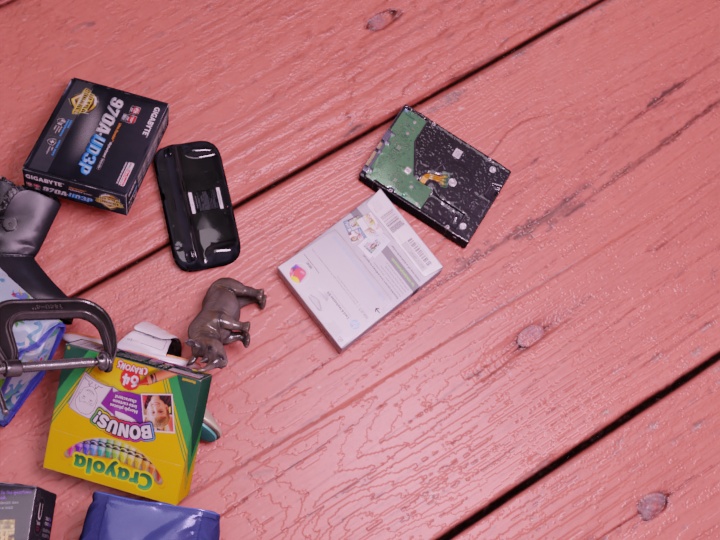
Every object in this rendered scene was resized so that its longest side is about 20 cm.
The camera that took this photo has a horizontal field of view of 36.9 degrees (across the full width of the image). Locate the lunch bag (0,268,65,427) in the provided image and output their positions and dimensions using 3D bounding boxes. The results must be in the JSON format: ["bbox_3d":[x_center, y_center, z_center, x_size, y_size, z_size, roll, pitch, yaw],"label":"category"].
[{"bbox_3d":[-0.515,0.102,1.467,0.169,0.201,0.127,40,36,6],"label":"lunch bag"}]

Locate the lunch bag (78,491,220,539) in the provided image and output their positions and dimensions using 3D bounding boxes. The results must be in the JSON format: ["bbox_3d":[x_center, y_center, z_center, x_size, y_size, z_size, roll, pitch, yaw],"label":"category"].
[{"bbox_3d":[-0.288,0.374,1.422,0.196,0.136,0.135,9,73,-2],"label":"lunch bag"}]

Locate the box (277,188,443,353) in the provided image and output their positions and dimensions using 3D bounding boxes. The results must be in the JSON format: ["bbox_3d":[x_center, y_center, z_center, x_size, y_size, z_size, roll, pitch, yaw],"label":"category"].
[{"bbox_3d":[0.000,0.000,1.603,0.199,0.041,0.156,-38,80,-14],"label":"box"}]

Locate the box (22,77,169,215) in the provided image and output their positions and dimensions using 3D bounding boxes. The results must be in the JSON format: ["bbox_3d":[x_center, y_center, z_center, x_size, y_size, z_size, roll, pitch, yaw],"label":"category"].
[{"bbox_3d":[-0.386,-0.185,1.590,0.156,0.046,0.202,15,51,0],"label":"box"}]

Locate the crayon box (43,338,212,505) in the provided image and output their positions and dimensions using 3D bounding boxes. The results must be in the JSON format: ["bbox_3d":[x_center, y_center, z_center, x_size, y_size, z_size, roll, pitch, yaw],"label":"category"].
[{"bbox_3d":[-0.316,0.204,1.463,0.196,0.058,0.176,13,95,9],"label":"crayon box"}]

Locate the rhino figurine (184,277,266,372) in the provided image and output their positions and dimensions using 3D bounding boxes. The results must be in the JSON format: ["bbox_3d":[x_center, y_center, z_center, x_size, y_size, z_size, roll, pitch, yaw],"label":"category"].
[{"bbox_3d":[-0.196,0.079,1.515,0.086,0.061,0.201,13,37,5],"label":"rhino figurine"}]

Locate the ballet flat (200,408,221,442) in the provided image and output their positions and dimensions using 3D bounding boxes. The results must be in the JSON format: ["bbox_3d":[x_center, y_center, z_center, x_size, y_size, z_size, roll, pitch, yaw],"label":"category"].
[{"bbox_3d":[-0.278,0.176,1.522,0.197,0.070,0.070,21,73,3],"label":"ballet flat"}]

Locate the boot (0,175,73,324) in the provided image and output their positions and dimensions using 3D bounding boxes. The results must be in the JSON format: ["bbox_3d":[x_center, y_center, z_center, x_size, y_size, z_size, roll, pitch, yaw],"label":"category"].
[{"bbox_3d":[-0.473,-0.032,1.556,0.197,0.077,0.170,22,77,9],"label":"boot"}]

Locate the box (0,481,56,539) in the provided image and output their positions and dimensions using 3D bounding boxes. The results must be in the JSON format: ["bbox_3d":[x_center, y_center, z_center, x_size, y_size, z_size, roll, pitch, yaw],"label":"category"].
[{"bbox_3d":[-0.475,0.385,1.412,0.104,0.122,0.204,5,73,-2],"label":"box"}]

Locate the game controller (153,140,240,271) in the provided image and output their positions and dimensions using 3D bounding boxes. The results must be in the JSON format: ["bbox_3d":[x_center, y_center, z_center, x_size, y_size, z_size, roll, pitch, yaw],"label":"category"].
[{"bbox_3d":[-0.245,-0.100,1.620,0.103,0.042,0.203,-8,75,-22],"label":"game controller"}]

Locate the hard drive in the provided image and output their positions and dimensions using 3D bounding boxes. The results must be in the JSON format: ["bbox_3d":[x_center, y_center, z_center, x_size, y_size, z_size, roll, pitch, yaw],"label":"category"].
[{"bbox_3d":[0.114,-0.145,1.656,0.198,0.038,0.141,32,74,4],"label":"hard drive"}]

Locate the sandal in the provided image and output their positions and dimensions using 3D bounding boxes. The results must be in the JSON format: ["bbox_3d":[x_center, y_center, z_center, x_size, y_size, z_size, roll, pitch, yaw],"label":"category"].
[{"bbox_3d":[-0.321,0.098,1.530,0.203,0.079,0.060,13,76,2],"label":"sandal"}]

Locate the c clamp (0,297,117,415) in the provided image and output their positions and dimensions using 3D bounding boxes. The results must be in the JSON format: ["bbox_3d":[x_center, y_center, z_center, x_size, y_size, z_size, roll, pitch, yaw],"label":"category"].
[{"bbox_3d":[-0.395,0.103,1.383,0.198,0.027,0.172,-7,52,-42],"label":"c clamp"}]
